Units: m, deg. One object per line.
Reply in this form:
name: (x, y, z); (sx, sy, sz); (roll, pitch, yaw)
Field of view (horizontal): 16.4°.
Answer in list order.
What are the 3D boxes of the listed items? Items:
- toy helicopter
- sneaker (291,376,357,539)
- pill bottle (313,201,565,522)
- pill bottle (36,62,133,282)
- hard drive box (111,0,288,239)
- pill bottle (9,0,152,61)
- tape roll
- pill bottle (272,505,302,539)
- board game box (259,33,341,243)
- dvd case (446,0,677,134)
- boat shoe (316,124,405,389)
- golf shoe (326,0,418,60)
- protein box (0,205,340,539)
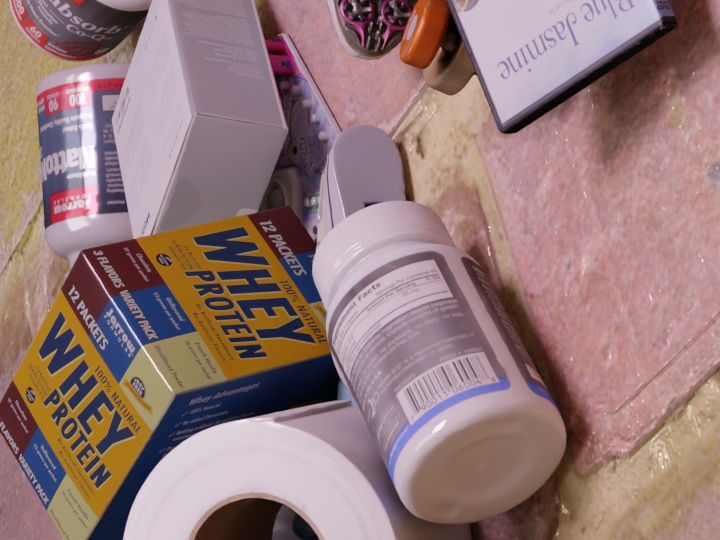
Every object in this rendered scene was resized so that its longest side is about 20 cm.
toy helicopter: (0.087, -0.210, 1.618); (0.132, 0.079, 0.200); (-126, 57, -78)
sneaker: (-0.008, 0.158, 1.766); (0.074, 0.082, 0.200); (-25, 68, 59)
pill bottle: (0.045, 0.056, 1.620); (0.114, 0.114, 0.200); (-66, 36, 37)
pill bottle: (-0.210, -0.066, 2.114); (0.120, 0.119, 0.200); (-23, 70, 60)
hard drive box: (-0.128, -0.113, 1.935); (0.200, 0.077, 0.156); (-104, 30, -48)
pill bottle: (-0.217, -0.263, 2.133); (0.200, 0.116, 0.116); (-31, 62, 58)
tape roll: (-0.041, 0.194, 1.669); (0.202, 0.139, 0.203); (1, 93, 23)
pill bottle: (-0.056, 0.257, 1.822); (0.114, 0.114, 0.200); (-44, 52, 53)
board game box: (-0.067, -0.049, 1.942); (0.200, 0.026, 0.200); (63, 141, 42)
dvd case: (0.100, -0.201, 1.503); (0.143, 0.018, 0.200); (-33, 73, 40)
boat shoe: (0.000, 0.000, 1.777); (0.070, 0.071, 0.200); (131, 135, -66)
golf shoe: (0.000, -0.227, 1.781); (0.092, 0.073, 0.200); (124, 148, -55)
protein box: (-0.129, 0.080, 1.835); (0.135, 0.198, 0.200); (55, 135, 24)
